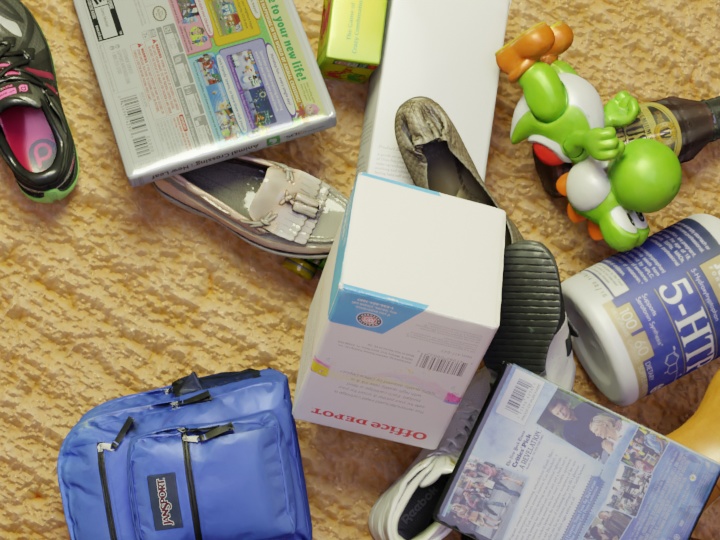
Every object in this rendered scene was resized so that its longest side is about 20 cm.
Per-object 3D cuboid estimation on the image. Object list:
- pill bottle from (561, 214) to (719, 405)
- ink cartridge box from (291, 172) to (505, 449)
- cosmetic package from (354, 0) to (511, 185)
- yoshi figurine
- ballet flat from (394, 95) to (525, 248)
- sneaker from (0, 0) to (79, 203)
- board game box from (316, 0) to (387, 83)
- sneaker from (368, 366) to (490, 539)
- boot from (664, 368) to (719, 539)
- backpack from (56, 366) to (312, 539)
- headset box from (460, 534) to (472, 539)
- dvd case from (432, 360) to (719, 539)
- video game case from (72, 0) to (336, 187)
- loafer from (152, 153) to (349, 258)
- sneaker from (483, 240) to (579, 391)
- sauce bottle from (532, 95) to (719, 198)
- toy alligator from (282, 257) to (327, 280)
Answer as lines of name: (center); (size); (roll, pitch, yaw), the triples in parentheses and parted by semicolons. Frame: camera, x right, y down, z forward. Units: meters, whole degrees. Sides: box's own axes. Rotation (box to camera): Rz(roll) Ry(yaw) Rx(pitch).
pill bottle: (0.284, 0.021, 1.363); (0.199, 0.120, 0.120); (-27, 91, -7)
ink cartridge box: (0.026, 0.044, 1.278); (0.128, 0.200, 0.126); (14, 49, -7)
cosmetic package: (0.060, -0.142, 1.366); (0.107, 0.085, 0.201); (10, 86, -8)
yoshi figurine: (0.202, -0.118, 1.312); (0.112, 0.112, 0.201); (-28, 86, -15)
ballet flat: (0.086, -0.053, 1.297); (0.067, 0.046, 0.201); (-27, 111, 3)
sneaker: (-0.288, -0.156, 1.322); (0.076, 0.084, 0.201); (-25, 91, -8)
board game box: (-0.001, -0.271, 1.354); (0.047, 0.102, 0.201); (8, 87, -7)
sneaker: (0.089, 0.162, 1.343); (0.074, 0.116, 0.200); (38, 82, -3)
boot: (0.246, 0.161, 1.318); (0.143, 0.071, 0.202); (13, 82, -7)
backpack: (-0.149, 0.167, 1.287); (0.199, 0.168, 0.164); (-9, 88, -1)
headset box: (0.166, 0.279, 1.367); (0.199, 0.075, 0.150); (4, 86, -7)
dvd case: (0.176, 0.180, 1.277); (0.199, 0.018, 0.143); (26, 92, -2)
video game case: (-0.136, -0.183, 1.337); (0.181, 0.022, 0.201); (-17, 66, -7)
loafer: (-0.093, -0.065, 1.323); (0.199, 0.063, 0.072); (19, 74, 14)
sneaker: (0.145, 0.065, 1.326); (0.074, 0.088, 0.201); (6, 109, 23)
sauce bottle: (0.255, -0.120, 1.400); (0.199, 0.066, 0.066); (-18, 90, -7)
toy alligator: (0.000, 0.000, 1.368); (0.199, 0.054, 0.060); (30, 85, -5)
